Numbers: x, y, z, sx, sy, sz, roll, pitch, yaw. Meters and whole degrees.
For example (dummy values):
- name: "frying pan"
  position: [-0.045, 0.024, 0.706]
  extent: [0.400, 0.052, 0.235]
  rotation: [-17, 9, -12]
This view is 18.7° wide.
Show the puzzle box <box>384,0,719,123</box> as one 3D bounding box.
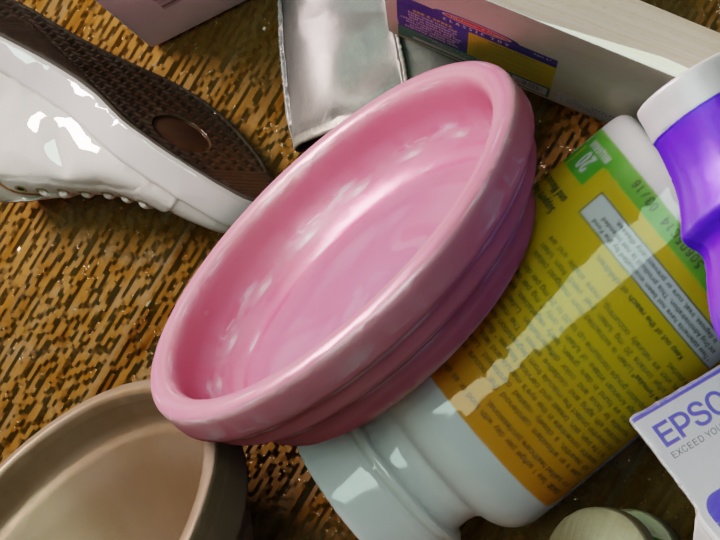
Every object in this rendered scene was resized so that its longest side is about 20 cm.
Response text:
- name: "puzzle box"
  position: [0.103, -0.089, 0.914]
  extent: [0.198, 0.133, 0.026]
  rotation: [23, 85, 4]

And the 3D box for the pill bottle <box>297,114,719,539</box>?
- name: "pill bottle"
  position: [0.072, 0.038, 0.934]
  extent: [0.200, 0.111, 0.111]
  rotation: [-40, 68, 6]

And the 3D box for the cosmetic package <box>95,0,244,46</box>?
- name: "cosmetic package"
  position: [-0.120, -0.226, 1.067]
  extent: [0.084, 0.108, 0.201]
  rotation: [-24, 72, 11]

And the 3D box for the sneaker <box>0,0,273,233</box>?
- name: "sneaker"
  position: [-0.130, -0.057, 1.062]
  extent: [0.199, 0.073, 0.085]
  rotation: [32, 115, 19]

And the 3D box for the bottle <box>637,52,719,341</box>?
- name: "bottle"
  position: [0.173, 0.014, 0.805]
  extent: [0.083, 0.065, 0.201]
  rotation: [-25, 78, -28]

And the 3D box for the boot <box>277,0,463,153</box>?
- name: "boot"
  position: [0.033, -0.169, 1.021]
  extent: [0.180, 0.073, 0.202]
  rotation: [-18, 69, 17]

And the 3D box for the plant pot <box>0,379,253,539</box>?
- name: "plant pot"
  position: [-0.113, 0.153, 0.960]
  extent: [0.200, 0.093, 0.202]
  rotation: [-32, 31, 21]

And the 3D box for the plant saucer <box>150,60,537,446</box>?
- name: "plant saucer"
  position: [0.000, 0.000, 0.909]
  extent: [0.200, 0.201, 0.051]
  rotation: [-42, 110, 6]

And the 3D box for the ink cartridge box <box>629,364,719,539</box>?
- name: "ink cartridge box"
  position: [0.230, 0.100, 0.848]
  extent: [0.197, 0.044, 0.201]
  rotation: [-26, 66, -26]

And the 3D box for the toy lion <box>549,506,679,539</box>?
- name: "toy lion"
  position: [0.130, 0.207, 0.906]
  extent: [0.198, 0.069, 0.193]
  rotation: [16, 90, 21]
